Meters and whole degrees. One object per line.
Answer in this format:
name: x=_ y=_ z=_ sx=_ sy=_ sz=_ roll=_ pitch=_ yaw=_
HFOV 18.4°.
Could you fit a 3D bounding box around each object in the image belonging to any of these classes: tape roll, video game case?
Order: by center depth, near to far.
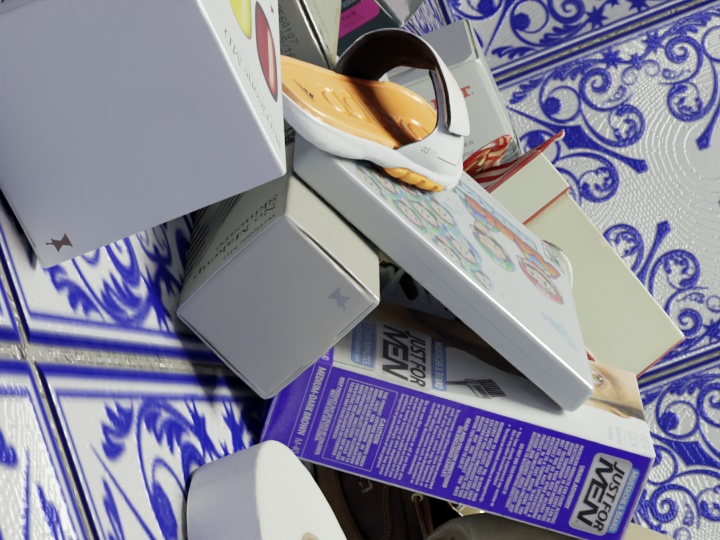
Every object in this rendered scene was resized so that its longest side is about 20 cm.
tape roll: x=-0.023 y=0.176 z=1.013 sx=0.203 sy=0.037 sz=0.203 roll=-20 pitch=90 yaw=-82
video game case: x=0.044 y=-0.027 z=1.211 sx=0.200 sy=0.024 sz=0.182 roll=41 pitch=16 yaw=-15

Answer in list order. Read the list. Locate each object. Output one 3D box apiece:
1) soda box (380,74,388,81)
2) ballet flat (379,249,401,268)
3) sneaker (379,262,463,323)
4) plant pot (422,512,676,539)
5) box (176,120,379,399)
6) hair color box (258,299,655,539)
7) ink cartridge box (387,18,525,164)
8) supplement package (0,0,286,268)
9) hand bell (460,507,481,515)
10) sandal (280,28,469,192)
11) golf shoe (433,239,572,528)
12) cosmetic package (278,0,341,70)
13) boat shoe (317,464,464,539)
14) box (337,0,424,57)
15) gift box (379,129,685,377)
soda box: x=-0.028 y=-0.135 z=1.548 sx=0.063 sy=0.068 sz=0.200 roll=-10 pitch=78 yaw=-52
ballet flat: x=-0.009 y=-0.040 z=1.363 sx=0.200 sy=0.072 sz=0.072 roll=32 pitch=20 yaw=-13
sneaker: x=0.000 y=0.000 z=1.304 sx=0.076 sy=0.115 sz=0.201 roll=-36 pitch=105 yaw=-81
plant pot: x=0.085 y=0.207 z=1.211 sx=0.134 sy=0.200 sz=0.200 roll=34 pitch=20 yaw=-15
box: x=-0.040 y=-0.017 z=1.162 sx=0.068 sy=0.082 sz=0.200 roll=44 pitch=14 yaw=-15
hair color box: x=0.051 y=0.074 z=1.197 sx=0.109 sy=0.200 sz=0.065 roll=-88 pitch=-163 yaw=-68
ink cartridge box: x=0.056 y=-0.075 z=1.732 sx=0.084 sy=0.144 sz=0.200 roll=-99 pitch=166 yaw=-59
supplement package: x=-0.103 y=-0.110 z=0.941 sx=0.200 sy=0.110 sz=0.114 roll=-96 pitch=163 yaw=-58
hand bell: x=0.040 y=0.129 z=1.425 sx=0.200 sy=0.104 sz=0.104 roll=53 pitch=14 yaw=-23
sandal: x=0.017 y=-0.090 z=1.150 sx=0.079 sy=0.059 sz=0.207 roll=50 pitch=17 yaw=17
golf shoe: x=0.076 y=0.075 z=1.373 sx=0.073 sy=0.200 sz=0.092 roll=30 pitch=4 yaw=15
cosmetic package: x=-0.070 y=-0.152 z=1.272 sx=0.200 sy=0.104 sz=0.073 roll=-84 pitch=152 yaw=-69
boat shoe: x=0.041 y=0.172 z=1.310 sx=0.070 sy=0.070 sz=0.200 roll=-93 pitch=163 yaw=-45
box: x=-0.002 y=-0.225 z=1.474 sx=0.106 sy=0.122 sz=0.200 roll=51 pitch=44 yaw=-14
gift box: x=0.104 y=0.017 z=1.528 sx=0.187 sy=0.185 sz=0.200 roll=51 pitch=-5 yaw=2
